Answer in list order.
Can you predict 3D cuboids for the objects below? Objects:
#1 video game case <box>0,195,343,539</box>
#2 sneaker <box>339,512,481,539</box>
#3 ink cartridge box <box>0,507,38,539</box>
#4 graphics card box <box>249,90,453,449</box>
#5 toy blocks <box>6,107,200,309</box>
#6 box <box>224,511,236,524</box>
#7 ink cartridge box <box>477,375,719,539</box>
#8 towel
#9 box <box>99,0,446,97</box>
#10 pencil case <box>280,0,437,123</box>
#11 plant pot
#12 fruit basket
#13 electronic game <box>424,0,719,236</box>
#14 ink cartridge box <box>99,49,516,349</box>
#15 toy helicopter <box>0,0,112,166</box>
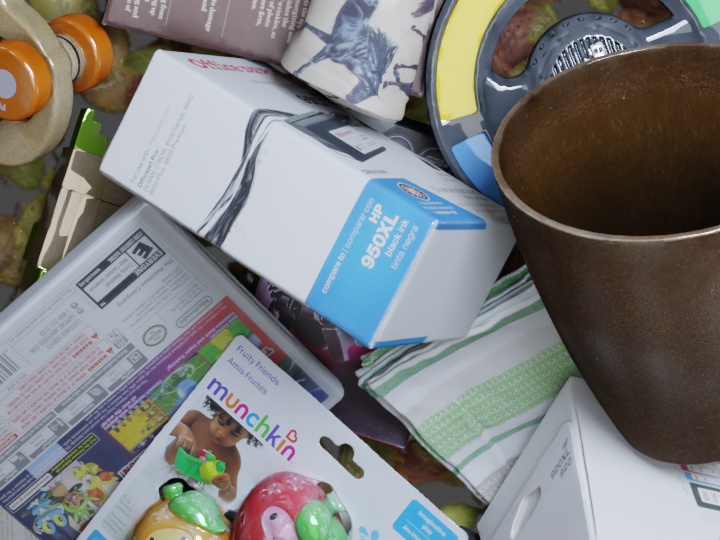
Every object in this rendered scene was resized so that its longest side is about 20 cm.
[{"bbox_3d":[-0.141,0.076,1.380,0.200,0.023,0.182,-40,115,9],"label":"video game case"},{"bbox_3d":[0.037,0.188,1.475,0.199,0.078,0.080,4,108,-2],"label":"sneaker"},{"bbox_3d":[-0.256,0.214,1.486,0.199,0.047,0.161,0,103,0],"label":"ink cartridge box"},{"bbox_3d":[0.000,0.000,1.447,0.125,0.051,0.201,18,100,-6],"label":"graphics card box"},{"bbox_3d":[-0.138,0.016,1.423,0.136,0.100,0.201,17,88,-15],"label":"toy blocks"},{"bbox_3d":[-0.079,0.238,1.466,0.144,0.036,0.201,3,110,24],"label":"box"},{"bbox_3d":[0.192,0.183,1.408,0.199,0.145,0.148,14,129,-16],"label":"ink cartridge box"},{"bbox_3d":[0.111,0.089,1.428,0.149,0.031,0.200,-29,126,21],"label":"towel"},{"bbox_3d":[-0.048,-0.177,1.395,0.199,0.075,0.101,13,101,-4],"label":"box"},{"bbox_3d":[0.020,-0.183,1.318,0.078,0.089,0.201,22,102,2],"label":"pencil case"},{"bbox_3d":[0.179,0.005,1.308,0.186,0.187,0.201,-12,127,0],"label":"plant pot"},{"bbox_3d":[-0.067,0.171,1.346,0.185,0.094,0.200,41,103,13],"label":"fruit basket"},{"bbox_3d":[0.137,-0.113,1.369,0.199,0.042,0.201,0,98,-2],"label":"electronic game"},{"bbox_3d":[-0.027,-0.043,1.323,0.200,0.144,0.084,32,104,20],"label":"ink cartridge box"},{"bbox_3d":[-0.254,-0.144,1.392,0.200,0.079,0.132,48,127,6],"label":"toy helicopter"}]
